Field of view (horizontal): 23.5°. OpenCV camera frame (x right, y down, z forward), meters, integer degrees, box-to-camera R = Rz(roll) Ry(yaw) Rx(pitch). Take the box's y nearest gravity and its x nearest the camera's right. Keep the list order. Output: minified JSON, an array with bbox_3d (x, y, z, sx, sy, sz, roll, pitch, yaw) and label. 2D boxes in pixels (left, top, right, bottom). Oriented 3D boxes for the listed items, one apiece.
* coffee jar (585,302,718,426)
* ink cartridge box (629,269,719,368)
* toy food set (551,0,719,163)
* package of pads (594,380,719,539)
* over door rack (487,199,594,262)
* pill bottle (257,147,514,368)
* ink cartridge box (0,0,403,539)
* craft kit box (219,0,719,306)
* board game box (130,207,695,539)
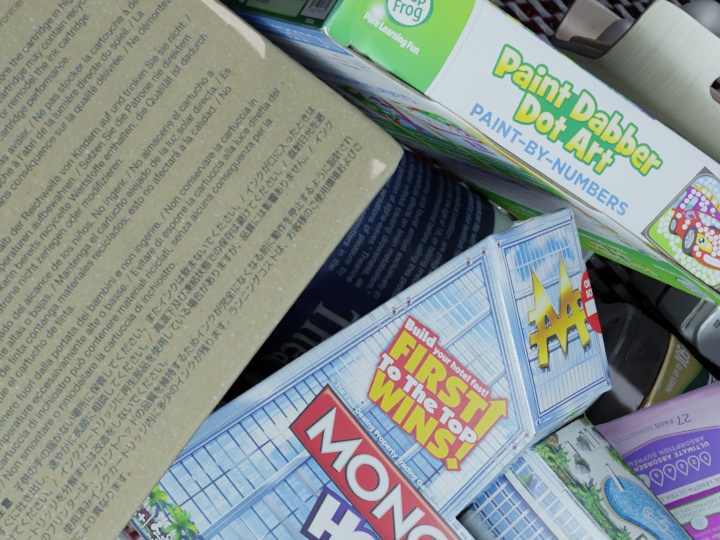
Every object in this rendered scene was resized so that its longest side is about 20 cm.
[{"bbox_3d":[0.166,0.107,0.825,0.200,0.085,0.104,38,34,-2],"label":"coffee jar"},{"bbox_3d":[0.233,0.031,0.918,0.147,0.083,0.200,39,7,-4],"label":"ink cartridge box"},{"bbox_3d":[0.185,-0.097,0.916,0.143,0.060,0.200,36,7,-8],"label":"toy food set"},{"bbox_3d":[0.144,0.115,0.713,0.200,0.076,0.121,-19,55,-6],"label":"package of pads"},{"bbox_3d":[0.060,-0.057,0.932,0.200,0.067,0.148,2,40,-26],"label":"over door rack"},{"bbox_3d":[0.000,0.000,0.761,0.200,0.111,0.111,31,34,-13],"label":"pill bottle"},{"bbox_3d":[-0.110,-0.009,0.598,0.165,0.075,0.200,38,75,-4],"label":"ink cartridge box"},{"bbox_3d":[0.041,-0.065,0.671,0.197,0.049,0.200,34,-1,-24],"label":"craft kit box"},{"bbox_3d":[0.034,0.085,0.612,0.200,0.200,0.062,49,33,14],"label":"board game box"}]
